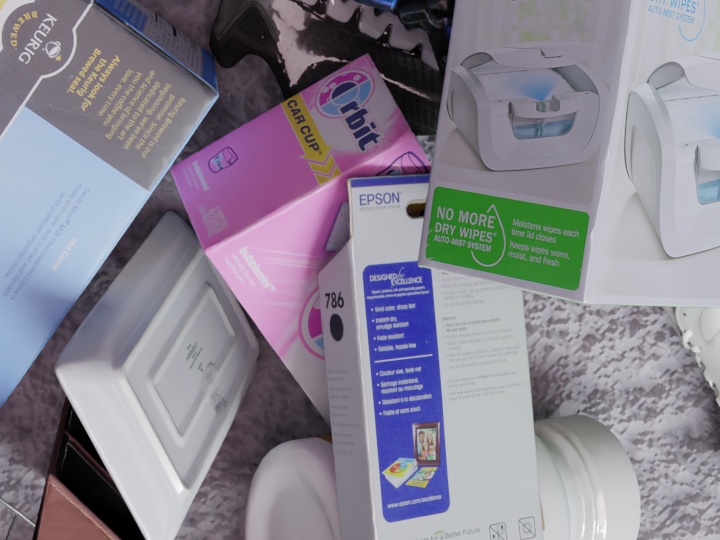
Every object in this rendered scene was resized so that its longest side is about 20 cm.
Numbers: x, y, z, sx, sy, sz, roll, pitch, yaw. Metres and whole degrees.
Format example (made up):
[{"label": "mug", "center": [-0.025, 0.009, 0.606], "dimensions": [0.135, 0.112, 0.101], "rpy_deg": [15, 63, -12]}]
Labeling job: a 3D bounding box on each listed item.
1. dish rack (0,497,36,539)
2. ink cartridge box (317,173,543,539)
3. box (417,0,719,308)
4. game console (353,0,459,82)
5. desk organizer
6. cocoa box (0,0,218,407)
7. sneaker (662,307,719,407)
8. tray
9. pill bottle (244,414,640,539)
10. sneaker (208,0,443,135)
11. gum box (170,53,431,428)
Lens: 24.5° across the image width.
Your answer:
[{"label": "dish rack", "center": [-0.239, 0.166, 0.889], "dimensions": [0.153, 0.055, 0.200], "rpy_deg": [-35, 119, 21]}, {"label": "ink cartridge box", "center": [0.034, 0.055, 0.789], "dimensions": [0.098, 0.039, 0.203], "rpy_deg": [-4, 91, -32]}, {"label": "box", "center": [0.129, -0.078, 0.740], "dimensions": [0.199, 0.096, 0.179], "rpy_deg": [4, 97, -49]}, {"label": "game console", "center": [0.019, -0.144, 0.807], "dimensions": [0.117, 0.201, 0.172], "rpy_deg": [-7, 125, 23]}, {"label": "desk organizer", "center": [-0.127, 0.112, 0.843], "dimensions": [0.071, 0.200, 0.078], "rpy_deg": [11, 102, -9]}, {"label": "cocoa box", "center": [-0.176, -0.055, 0.826], "dimensions": [0.131, 0.133, 0.201], "rpy_deg": [34, 98, -13]}, {"label": "sneaker", "center": [0.209, 0.040, 0.935], "dimensions": [0.091, 0.076, 0.203], "rpy_deg": [2, 97, 1]}, {"label": "tray", "center": [-0.090, 0.047, 0.831], "dimensions": [0.022, 0.200, 0.108], "rpy_deg": [-20, 108, 17]}, {"label": "pill bottle", "center": [0.048, 0.135, 0.884], "dimensions": [0.198, 0.114, 0.116], "rpy_deg": [-6, 108, -33]}, {"label": "sneaker", "center": [0.006, -0.097, 0.875], "dimensions": [0.199, 0.067, 0.091], "rpy_deg": [32, 103, -10]}, {"label": "gum box", "center": [0.000, 0.000, 0.855], "dimensions": [0.113, 0.066, 0.201], "rpy_deg": [-29, 138, 2]}]
